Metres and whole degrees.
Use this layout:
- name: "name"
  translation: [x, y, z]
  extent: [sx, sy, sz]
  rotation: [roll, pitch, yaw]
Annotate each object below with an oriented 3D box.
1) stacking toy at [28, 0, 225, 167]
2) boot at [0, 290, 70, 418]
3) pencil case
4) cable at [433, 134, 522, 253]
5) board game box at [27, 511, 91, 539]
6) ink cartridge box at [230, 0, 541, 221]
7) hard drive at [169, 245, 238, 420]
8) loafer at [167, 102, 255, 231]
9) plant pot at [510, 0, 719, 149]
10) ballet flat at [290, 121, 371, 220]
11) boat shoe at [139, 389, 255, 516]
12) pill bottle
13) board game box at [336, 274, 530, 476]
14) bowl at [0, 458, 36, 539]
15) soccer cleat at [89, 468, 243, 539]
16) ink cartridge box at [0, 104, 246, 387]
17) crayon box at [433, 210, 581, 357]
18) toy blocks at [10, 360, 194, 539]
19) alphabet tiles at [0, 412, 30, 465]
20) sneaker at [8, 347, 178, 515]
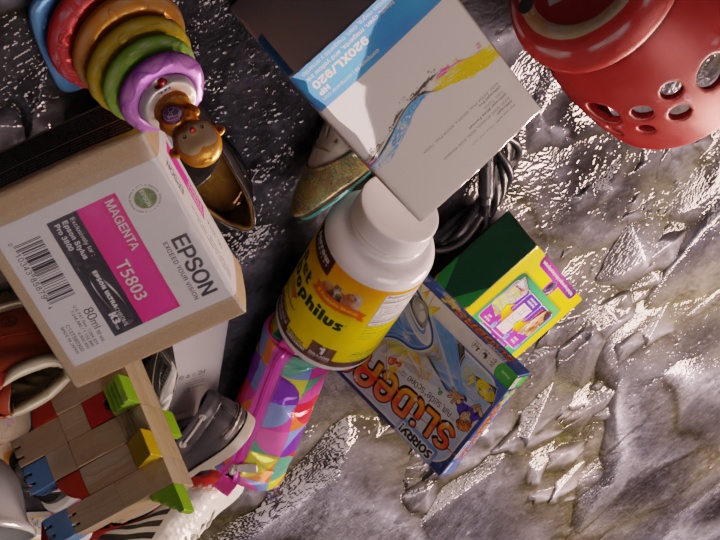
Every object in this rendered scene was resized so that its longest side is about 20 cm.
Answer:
- name: "stacking toy"
  translation: [-0.159, -0.144, 1.342]
  extent: [0.115, 0.200, 0.110]
  rotation: [-28, 143, -12]
- name: "boot"
  translation: [-0.344, 0.093, 1.514]
  extent: [0.199, 0.107, 0.075]
  rotation: [-24, 138, -18]
- name: "pencil case"
  translation: [-0.088, 0.136, 1.799]
  extent: [0.088, 0.088, 0.201]
  rotation: [-4, 129, -38]
- name: "cable"
  translation: [0.091, -0.094, 1.749]
  extent: [0.163, 0.051, 0.200]
  rotation: [-41, 148, -10]
- name: "board game box"
  translation: [-0.380, 0.299, 1.764]
  extent: [0.199, 0.034, 0.135]
  rotation: [5, 125, -43]
- name: "ink cartridge box"
  translation: [0.023, -0.174, 1.477]
  extent: [0.145, 0.147, 0.200]
  rotation: [-42, 129, 3]
- name: "hard drive"
  translation: [-0.189, 0.072, 1.694]
  extent: [0.131, 0.025, 0.201]
  rotation: [-15, 138, -28]
- name: "loafer"
  translation: [-0.145, -0.101, 1.510]
  extent: [0.073, 0.072, 0.200]
  rotation: [-42, 143, 7]
- name: "plant pot"
  translation: [0.246, -0.231, 1.603]
  extent: [0.201, 0.201, 0.182]
  rotation: [-49, 139, 14]
- name: "ballet flat"
  translation: [0.005, -0.127, 1.625]
  extent: [0.199, 0.071, 0.071]
  rotation: [-35, 144, -7]
- name: "boat shoe"
  translation: [-0.194, 0.179, 1.764]
  extent: [0.199, 0.073, 0.063]
  rotation: [-33, 116, 26]
- name: "pill bottle"
  translation: [0.000, 0.000, 1.674]
  extent: [0.108, 0.110, 0.200]
  rotation: [-11, 151, -32]
- name: "board game box"
  translation: [0.055, 0.086, 1.772]
  extent: [0.136, 0.200, 0.034]
  rotation: [-54, 159, 20]
- name: "bowl"
  translation: [-0.377, 0.184, 1.529]
  extent: [0.199, 0.091, 0.201]
  rotation: [-2, 166, 0]
- name: "soccer cleat"
  translation: [-0.198, 0.275, 1.848]
  extent: [0.199, 0.085, 0.069]
  rotation: [-24, 142, -24]
- name: "ink cartridge box"
  translation: [-0.207, -0.024, 1.461]
  extent: [0.163, 0.075, 0.201]
  rotation: [-24, 124, 6]
- name: "crayon box"
  translation: [0.133, 0.042, 1.888]
  extent: [0.172, 0.058, 0.200]
  rotation: [-41, 154, 4]
- name: "toy blocks"
  translation: [-0.241, 0.150, 1.568]
  extent: [0.136, 0.201, 0.100]
  rotation: [-27, 164, 10]
- name: "alphabet tiles"
  translation: [-0.393, 0.176, 1.618]
  extent: [0.198, 0.015, 0.197]
  rotation: [-16, 128, -28]
- name: "sneaker"
  translation: [-0.248, 0.138, 1.637]
  extent: [0.086, 0.080, 0.201]
  rotation: [35, 97, -26]
